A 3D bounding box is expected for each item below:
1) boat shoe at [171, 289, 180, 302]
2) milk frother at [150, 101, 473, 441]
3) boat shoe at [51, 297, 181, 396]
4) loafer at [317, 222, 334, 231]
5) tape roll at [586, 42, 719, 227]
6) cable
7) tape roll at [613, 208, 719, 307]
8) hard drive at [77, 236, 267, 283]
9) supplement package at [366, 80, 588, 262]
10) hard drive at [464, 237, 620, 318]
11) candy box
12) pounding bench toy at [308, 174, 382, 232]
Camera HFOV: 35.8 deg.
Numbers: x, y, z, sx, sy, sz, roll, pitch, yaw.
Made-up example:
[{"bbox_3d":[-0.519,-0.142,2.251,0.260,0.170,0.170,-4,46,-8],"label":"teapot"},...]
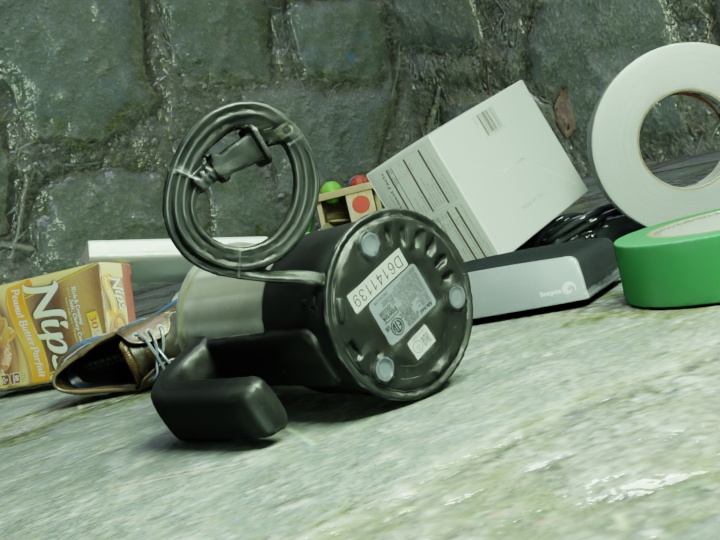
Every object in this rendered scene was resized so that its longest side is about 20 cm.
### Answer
[{"bbox_3d":[-0.153,0.044,1.339,0.066,0.070,0.200,-13,-4,24],"label":"boat shoe"},{"bbox_3d":[-0.063,-0.003,0.721,0.180,0.201,0.188,-22,8,-38],"label":"milk frother"},{"bbox_3d":[-0.190,0.077,1.021,0.199,0.072,0.072,-23,7,14],"label":"boat shoe"},{"bbox_3d":[-0.090,0.000,1.472,0.199,0.068,0.076,-28,-3,22],"label":"loafer"},{"bbox_3d":[0.345,-0.139,1.193,0.199,0.201,0.066,-13,3,7],"label":"tape roll"},{"bbox_3d":[0.280,-0.057,1.332,0.199,0.051,0.163,-14,6,8],"label":"cable"},{"bbox_3d":[0.292,-0.020,0.828,0.199,0.048,0.200,-14,5,1],"label":"tape roll"},{"bbox_3d":[-0.218,-0.011,1.283,0.199,0.026,0.132,-1,-12,-19],"label":"hard drive"},{"bbox_3d":[0.135,-0.099,1.265,0.111,0.156,0.200,-29,4,46],"label":"supplement package"},{"bbox_3d":[0.121,0.012,0.980,0.199,0.043,0.135,-11,5,31],"label":"hard drive"},{"bbox_3d":[-0.339,0.065,1.227,0.199,0.116,0.055,-12,-7,28],"label":"candy box"},{"bbox_3d":[-0.051,-0.084,2.051,0.199,0.157,0.124,-14,4,-3],"label":"pounding bench toy"}]
